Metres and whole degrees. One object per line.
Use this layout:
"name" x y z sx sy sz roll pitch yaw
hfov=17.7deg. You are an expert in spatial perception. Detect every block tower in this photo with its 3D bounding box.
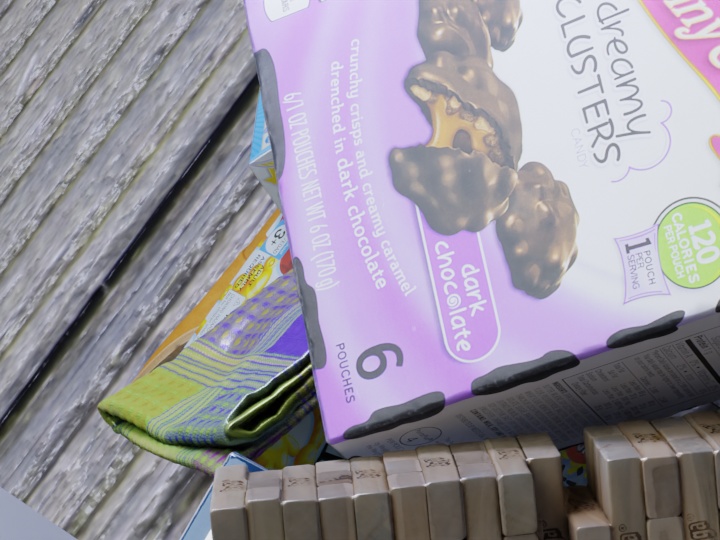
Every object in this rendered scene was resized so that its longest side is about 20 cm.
"block tower" 0.059 0.076 0.659 0.199 0.058 0.054 -5 6 -2

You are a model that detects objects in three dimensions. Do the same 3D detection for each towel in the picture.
"towel" 0.000 0.000 0.844 0.200 0.023 0.144 -39 16 -16

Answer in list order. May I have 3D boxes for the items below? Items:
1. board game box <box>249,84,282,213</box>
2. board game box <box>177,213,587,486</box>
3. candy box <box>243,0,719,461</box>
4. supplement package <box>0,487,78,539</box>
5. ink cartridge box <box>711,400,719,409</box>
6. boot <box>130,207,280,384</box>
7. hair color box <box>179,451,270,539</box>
"board game box" 0.017 -0.096 1.023 0.134 0.034 0.200 -33 16 10
"board game box" 0.019 0.066 0.912 0.103 0.105 0.200 -54 31 -7
"candy box" 0.076 -0.043 0.712 0.199 0.072 0.169 -20 63 16
"supplement package" -0.165 0.170 0.940 0.111 0.200 0.156 -43 32 10
"ink cartridge box" 0.167 -0.010 0.749 0.200 0.084 0.146 35 87 31
"boot" -0.026 -0.006 1.091 0.201 0.071 0.144 -35 27 22
"hair color box" -0.028 0.146 0.809 0.060 0.200 0.100 26 74 16
